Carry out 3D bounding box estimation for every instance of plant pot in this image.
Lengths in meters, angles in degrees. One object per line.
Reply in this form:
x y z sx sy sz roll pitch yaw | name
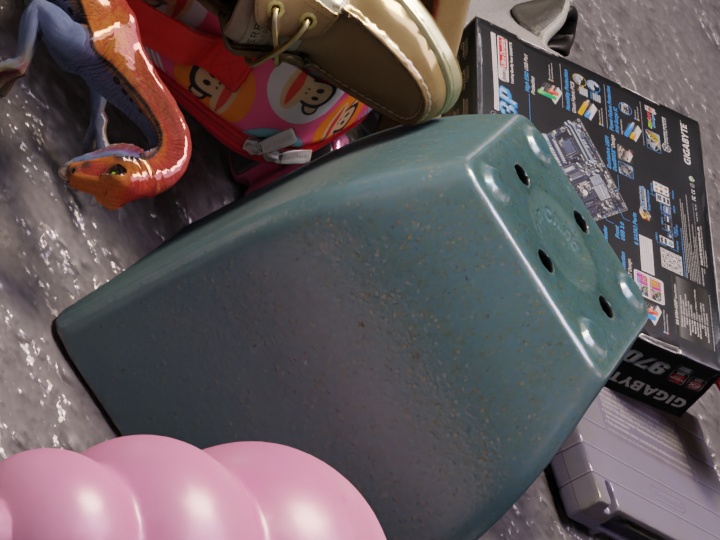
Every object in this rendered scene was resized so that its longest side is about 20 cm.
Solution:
0.017 0.033 1.244 0.197 0.199 0.196 57 23 -3 | plant pot

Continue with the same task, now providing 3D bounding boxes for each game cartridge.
0.170 0.121 1.666 0.200 0.038 0.130 30 32 -49 | game cartridge

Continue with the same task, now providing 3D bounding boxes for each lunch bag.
-0.076 -0.145 1.357 0.200 0.082 0.176 40 30 7 | lunch bag

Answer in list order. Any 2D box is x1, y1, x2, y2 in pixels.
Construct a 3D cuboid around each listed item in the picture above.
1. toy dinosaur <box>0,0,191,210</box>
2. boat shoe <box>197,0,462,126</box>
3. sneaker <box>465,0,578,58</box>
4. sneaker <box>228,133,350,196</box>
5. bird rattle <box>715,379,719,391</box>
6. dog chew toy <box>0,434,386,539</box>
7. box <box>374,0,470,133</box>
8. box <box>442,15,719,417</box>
-0.135 -0.117 1.199 0.181 0.201 0.105 35 29 28 | toy dinosaur
-0.043 -0.130 1.258 0.200 0.074 0.066 39 54 5 | boat shoe
0.071 -0.151 1.637 0.200 0.115 0.075 -122 -152 -54 | sneaker
0.000 0.000 1.428 0.095 0.079 0.201 37 30 -64 | sneaker
0.185 0.035 1.707 0.162 0.113 0.201 1 51 -45 | bird rattle
-0.078 0.121 1.051 0.199 0.124 0.125 19 44 -46 | dog chew toy
0.042 -0.143 1.464 0.021 0.201 0.163 15 5 -6 | box
0.119 -0.032 1.465 0.158 0.046 0.201 22 43 -21 | box
